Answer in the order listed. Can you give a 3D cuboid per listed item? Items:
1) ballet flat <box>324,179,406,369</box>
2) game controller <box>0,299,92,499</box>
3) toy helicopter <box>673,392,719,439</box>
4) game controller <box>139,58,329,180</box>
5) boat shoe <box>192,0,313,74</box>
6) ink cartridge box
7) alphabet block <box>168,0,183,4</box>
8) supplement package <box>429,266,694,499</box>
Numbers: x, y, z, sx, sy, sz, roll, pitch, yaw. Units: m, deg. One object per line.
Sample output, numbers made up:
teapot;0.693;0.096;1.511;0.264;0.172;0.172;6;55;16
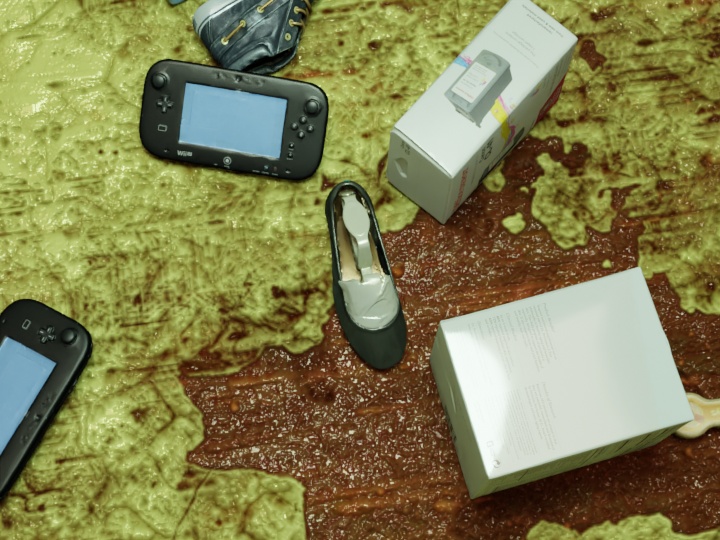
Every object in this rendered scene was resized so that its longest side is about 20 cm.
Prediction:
ballet flat;0.000;0.000;1.249;0.067;0.068;0.202;-14;74;-6
game controller;-0.350;0.128;1.208;0.104;0.042;0.201;27;74;6
toy helicopter;0.407;0.148;1.226;0.198;0.079;0.134;-6;82;8
game controller;-0.134;-0.159;1.296;0.198;0.042;0.105;10;93;2
boat shoe;-0.078;-0.282;1.336;0.199;0.071;0.091;-31;77;-3
ink cartridge box;0.123;-0.163;1.262;0.085;0.148;0.200;39;77;11
alphabet block;-0.190;-0.447;1.314;0.194;0.197;0.201;-33;76;-12
supplement package;0.185;0.112;1.178;0.198;0.151;0.153;-15;73;-6
